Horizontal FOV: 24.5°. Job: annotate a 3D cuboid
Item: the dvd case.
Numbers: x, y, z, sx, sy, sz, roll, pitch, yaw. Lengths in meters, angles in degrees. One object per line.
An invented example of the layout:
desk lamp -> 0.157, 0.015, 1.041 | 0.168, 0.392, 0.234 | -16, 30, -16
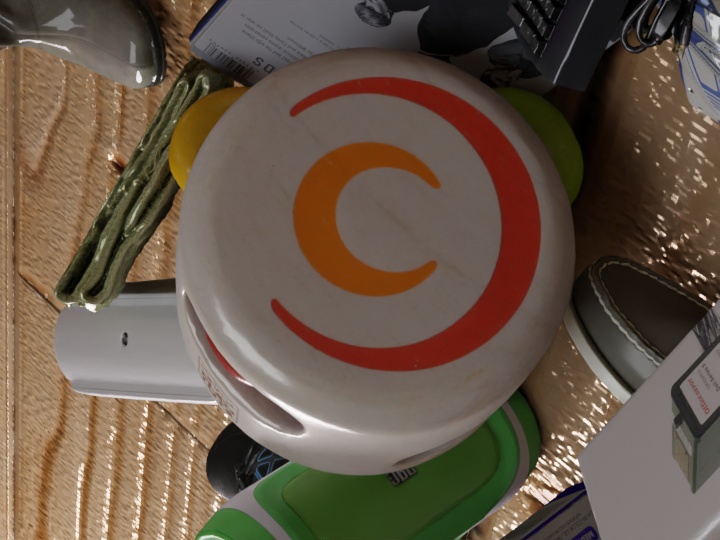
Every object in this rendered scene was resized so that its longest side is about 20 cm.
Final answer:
dvd case -> 0.019, -0.121, 0.811 | 0.150, 0.025, 0.200 | 32, 147, -16

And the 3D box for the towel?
towel -> -0.116, -0.052, 0.934 | 0.036, 0.149, 0.200 | 31, -174, -9

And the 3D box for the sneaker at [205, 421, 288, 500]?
sneaker -> -0.051, 0.140, 1.080 | 0.199, 0.082, 0.074 | 0, 115, 52

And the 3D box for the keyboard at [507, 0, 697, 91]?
keyboard -> 0.116, -0.162, 0.647 | 0.201, 0.020, 0.127 | -68, 32, 27

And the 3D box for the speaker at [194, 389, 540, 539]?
speaker -> 0.007, 0.125, 0.898 | 0.088, 0.199, 0.089 | 29, 133, 36

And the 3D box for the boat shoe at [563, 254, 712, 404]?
boat shoe -> 0.179, 0.056, 0.755 | 0.201, 0.072, 0.060 | 42, 139, 16

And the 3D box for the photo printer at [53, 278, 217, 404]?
photo printer -> -0.058, 0.037, 0.954 | 0.199, 0.165, 0.070 | -2, 92, 50

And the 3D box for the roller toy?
roller toy -> 0.000, 0.000, 0.795 | 0.140, 0.198, 0.184 | 113, 164, -71

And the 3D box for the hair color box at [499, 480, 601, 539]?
hair color box -> 0.141, 0.220, 0.873 | 0.201, 0.109, 0.065 | 59, 143, 3

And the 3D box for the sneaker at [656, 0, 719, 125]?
sneaker -> 0.181, -0.078, 0.675 | 0.201, 0.075, 0.088 | 63, 153, 14

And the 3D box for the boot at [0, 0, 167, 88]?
boot -> -0.226, -0.151, 1.063 | 0.199, 0.130, 0.068 | 32, 135, 34

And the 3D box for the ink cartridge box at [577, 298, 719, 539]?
ink cartridge box -> 0.198, 0.054, 0.608 | 0.200, 0.145, 0.084 | -54, 29, 31
